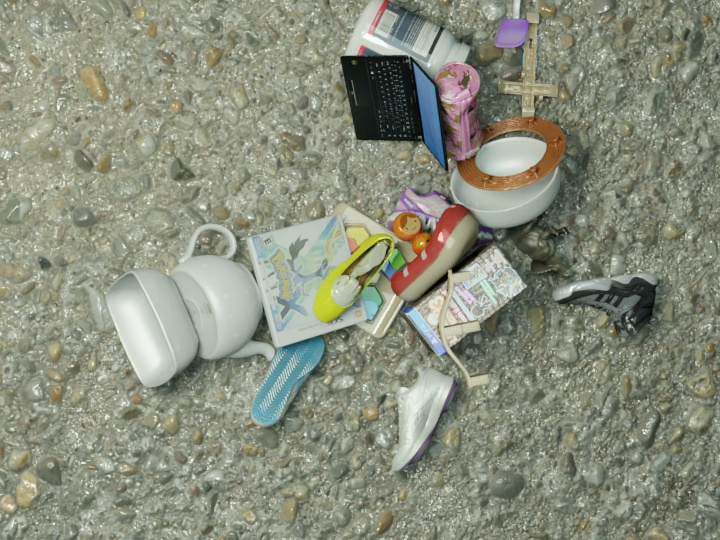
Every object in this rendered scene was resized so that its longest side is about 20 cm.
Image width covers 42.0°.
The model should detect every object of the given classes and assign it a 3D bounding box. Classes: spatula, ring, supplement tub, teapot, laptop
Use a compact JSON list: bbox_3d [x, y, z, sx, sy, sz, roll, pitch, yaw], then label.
[{"bbox_3d":[0.296,-0.511,1.754,0.056,0.021,0.201,8,85,24],"label":"spatula"},{"bbox_3d":[0.268,-0.216,1.683,0.200,0.201,0.019,-27,130,-2],"label":"ring"},{"bbox_3d":[0.083,-0.390,1.690,0.199,0.140,0.141,26,88,-1],"label":"supplement tub"},{"bbox_3d":[-0.243,0.051,1.668,0.146,0.201,0.197,-23,48,-37],"label":"teapot"},{"bbox_3d":[0.059,-0.274,1.634,0.199,0.104,0.178,4,133,18],"label":"laptop"}]

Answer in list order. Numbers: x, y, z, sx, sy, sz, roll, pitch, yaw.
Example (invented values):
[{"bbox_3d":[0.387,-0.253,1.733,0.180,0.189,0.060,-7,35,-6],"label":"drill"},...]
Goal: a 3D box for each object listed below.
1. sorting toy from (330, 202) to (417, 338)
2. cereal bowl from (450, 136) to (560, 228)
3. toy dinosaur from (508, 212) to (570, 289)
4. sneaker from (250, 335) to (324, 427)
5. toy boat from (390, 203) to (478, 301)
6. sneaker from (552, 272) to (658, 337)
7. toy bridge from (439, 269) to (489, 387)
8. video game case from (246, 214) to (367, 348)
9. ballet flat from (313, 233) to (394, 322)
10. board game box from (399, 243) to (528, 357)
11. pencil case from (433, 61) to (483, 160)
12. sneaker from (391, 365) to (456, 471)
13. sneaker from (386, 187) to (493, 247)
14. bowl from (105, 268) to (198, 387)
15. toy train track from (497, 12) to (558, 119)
[{"bbox_3d":[0.000,0.000,1.731,0.199,0.036,0.186,31,88,-1],"label":"sorting toy"},{"bbox_3d":[0.266,-0.147,1.688,0.199,0.200,0.084,-28,131,-2],"label":"cereal bowl"},{"bbox_3d":[0.315,-0.066,1.722,0.200,0.077,0.102,49,121,13],"label":"toy dinosaur"},{"bbox_3d":[-0.138,0.194,1.706,0.076,0.081,0.200,35,68,1],"label":"sneaker"},{"bbox_3d":[0.110,-0.049,1.637,0.131,0.130,0.200,46,128,2],"label":"toy boat"},{"bbox_3d":[0.457,0.069,1.724,0.199,0.075,0.115,-7,87,-6],"label":"sneaker"},{"bbox_3d":[0.168,0.098,1.579,0.067,0.027,0.201,-11,93,-2],"label":"toy bridge"},{"bbox_3d":[-0.093,0.017,1.671,0.181,0.022,0.201,-16,93,-23],"label":"video game case"},{"bbox_3d":[-0.008,0.008,1.660,0.067,0.067,0.200,46,72,-15],"label":"ballet flat"},{"bbox_3d":[0.180,0.052,1.675,0.200,0.159,0.097,-38,90,-3],"label":"board game box"},{"bbox_3d":[0.170,-0.273,1.622,0.086,0.200,0.083,28,72,21],"label":"pencil case"},{"bbox_3d":[0.097,0.270,1.721,0.099,0.075,0.201,27,84,12],"label":"sneaker"},{"bbox_3d":[0.151,-0.101,1.723,0.199,0.081,0.089,13,70,-5],"label":"sneaker"},{"bbox_3d":[-0.360,0.097,1.654,0.074,0.199,0.201,-21,87,-34],"label":"bowl"},{"bbox_3d":[0.318,-0.384,1.752,0.114,0.033,0.201,3,88,-2],"label":"toy train track"}]
